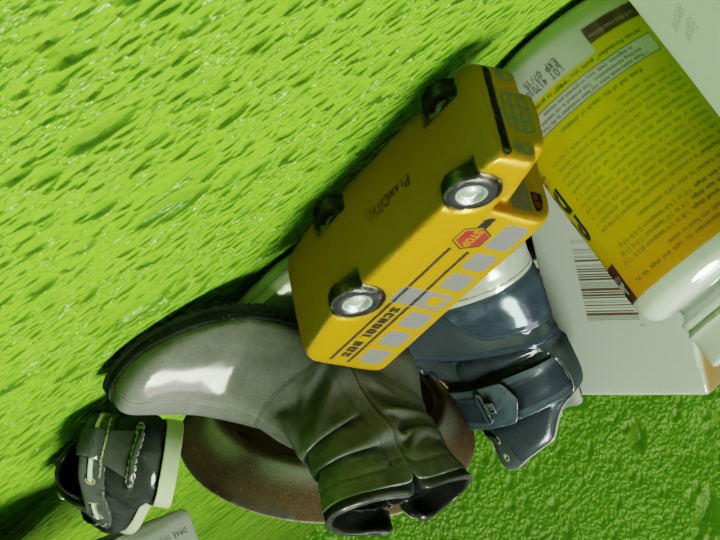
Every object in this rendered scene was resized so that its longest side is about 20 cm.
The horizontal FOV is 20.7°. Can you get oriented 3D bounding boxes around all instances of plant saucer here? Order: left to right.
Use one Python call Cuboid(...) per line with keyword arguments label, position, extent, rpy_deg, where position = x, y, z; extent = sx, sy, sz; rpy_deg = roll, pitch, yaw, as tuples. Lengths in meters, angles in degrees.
Cuboid(label="plant saucer", position=(-0.022, 0.099, 1.308), extent=(0.200, 0.199, 0.032), rpy_deg=(-28, 130, -43))

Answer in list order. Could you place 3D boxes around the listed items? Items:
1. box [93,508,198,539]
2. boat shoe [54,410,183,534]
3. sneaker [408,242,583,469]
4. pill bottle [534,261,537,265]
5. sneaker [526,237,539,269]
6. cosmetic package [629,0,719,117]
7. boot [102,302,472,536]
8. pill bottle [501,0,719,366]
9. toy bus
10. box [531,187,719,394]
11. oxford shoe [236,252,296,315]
Cuboid(label="box", position=(-0.218, 0.269, 1.321), extent=(0.198, 0.132, 0.200), rpy_deg=(-21, 179, 27))
Cuboid(label="boat shoe", position=(-0.160, 0.124, 1.239), extent=(0.067, 0.073, 0.200), rpy_deg=(6, 165, -14))
Cuboid(label="sneaker", position=(0.050, 0.064, 1.268), extent=(0.201, 0.147, 0.077), rpy_deg=(-13, -155, 41))
Cuboid(label="pill bottle", position=(0.086, 0.062, 1.640), extent=(0.112, 0.113, 0.200), rpy_deg=(-31, 170, -31))
Cuboid(label="sneaker", position=(0.136, -0.045, 1.349), extent=(0.199, 0.081, 0.075), rpy_deg=(-31, -175, -32))
Cuboid(label="cosmetic package", position=(0.129, -0.129, 0.547), extent=(0.123, 0.201, 0.199), rpy_deg=(-36, 172, 0))
Cuboid(label="boot", position=(-0.036, 0.088, 1.110), extent=(0.198, 0.132, 0.070), rpy_deg=(-7, 147, -28))
Cuboid(label="pill bottle", position=(0.167, -0.050, 1.091), extent=(0.109, 0.201, 0.109), rpy_deg=(-35, 171, -7))
Cuboid(label="toy bus", position=(0.033, -0.024, 1.056), extent=(0.078, 0.066, 0.200), rpy_deg=(12, 141, -33))
Cuboid(label="box", position=(0.209, -0.027, 1.298), extent=(0.106, 0.154, 0.200), rpy_deg=(-3, -159, 37))
Cuboid(label="oxford shoe", position=(0.000, 0.000, 1.180), extent=(0.199, 0.058, 0.075), rpy_deg=(-32, 172, -16))
